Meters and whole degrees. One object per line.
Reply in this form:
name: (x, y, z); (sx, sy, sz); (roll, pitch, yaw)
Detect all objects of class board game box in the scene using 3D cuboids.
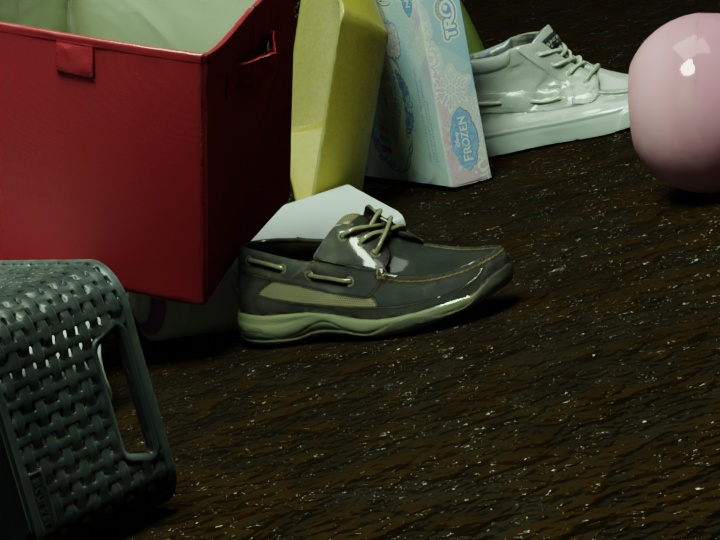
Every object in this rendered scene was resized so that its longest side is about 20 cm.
board game box: (0.033, -0.176, 1.889); (0.043, 0.201, 0.199); (-15, 11, -21)

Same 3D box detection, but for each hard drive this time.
hard drive: (-0.078, -0.013, 1.683); (0.199, 0.026, 0.132); (-18, 18, -15)

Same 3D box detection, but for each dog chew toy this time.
dog chew toy: (0.286, -0.118, 1.530); (0.199, 0.125, 0.125); (-4, 15, 16)

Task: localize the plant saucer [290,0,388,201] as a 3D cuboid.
plant saucer: (-0.020, -0.156, 1.826); (0.048, 0.201, 0.200); (4, 28, -10)

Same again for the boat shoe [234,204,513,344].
boat shoe: (0.000, 0.000, 1.433); (0.199, 0.074, 0.074); (-9, 13, 27)

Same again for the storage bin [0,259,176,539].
storage bin: (-0.202, 0.073, 1.194); (0.094, 0.136, 0.199); (-23, 14, -37)

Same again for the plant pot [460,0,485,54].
plant pot: (0.026, -0.229, 2.141); (0.186, 0.201, 0.187); (-15, 12, 3)

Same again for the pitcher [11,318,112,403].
pitcher: (-0.265, 0.051, 1.450); (0.199, 0.122, 0.172); (-6, 3, -7)

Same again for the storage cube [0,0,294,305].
storage cube: (-0.150, -0.104, 1.487); (0.199, 0.181, 0.171); (11, 30, 14)

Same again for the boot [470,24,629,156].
boot: (0.175, -0.163, 1.907); (0.199, 0.096, 0.074); (-12, 12, 12)

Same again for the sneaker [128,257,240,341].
sneaker: (-0.124, -0.006, 1.583); (0.099, 0.075, 0.200); (1, 28, -19)
